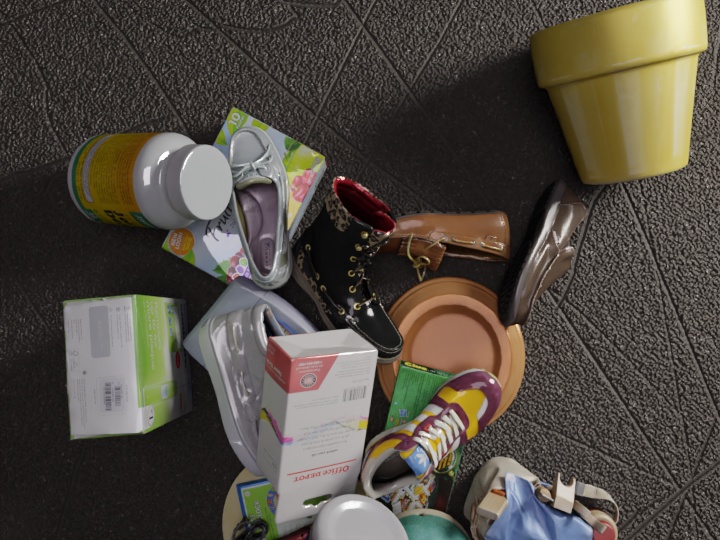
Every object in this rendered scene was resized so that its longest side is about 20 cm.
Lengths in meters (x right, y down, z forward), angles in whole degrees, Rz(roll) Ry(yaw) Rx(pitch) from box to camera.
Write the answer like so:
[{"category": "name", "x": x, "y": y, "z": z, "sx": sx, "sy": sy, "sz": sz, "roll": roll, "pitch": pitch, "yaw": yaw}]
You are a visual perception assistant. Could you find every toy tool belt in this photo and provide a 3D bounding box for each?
[{"category": "toy tool belt", "x": 0.226, "y": 0.303, "z": 0.856, "sx": 0.195, "sy": 0.123, "sz": 0.128, "roll": 17, "pitch": 87, "yaw": 2}]

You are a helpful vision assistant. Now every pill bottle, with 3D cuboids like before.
[{"category": "pill bottle", "x": -0.029, "y": 0.362, "z": 0.809, "sx": 0.114, "sy": 0.116, "sz": 0.203, "roll": 25, "pitch": 120, "yaw": 4}, {"category": "pill bottle", "x": -0.253, "y": -0.108, "z": 0.866, "sx": 0.196, "sy": 0.112, "sz": 0.116, "roll": 6, "pitch": 85, "yaw": 34}]

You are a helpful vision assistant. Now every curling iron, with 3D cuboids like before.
[{"category": "curling iron", "x": -0.067, "y": 0.313, "z": 0.871, "sx": 0.195, "sy": 0.026, "sz": 0.051, "roll": -12, "pitch": 95, "yaw": 1}]

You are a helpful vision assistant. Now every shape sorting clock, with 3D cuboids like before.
[{"category": "shape sorting clock", "x": -0.079, "y": 0.323, "z": 0.905, "sx": 0.194, "sy": 0.039, "sz": 0.206, "roll": 0, "pitch": 92, "yaw": 1}]

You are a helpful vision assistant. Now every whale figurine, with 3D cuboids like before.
[{"category": "whale figurine", "x": 0.077, "y": 0.397, "z": 0.860, "sx": 0.155, "sy": 0.104, "sz": 0.206, "roll": -1, "pitch": 97, "yaw": 5}]

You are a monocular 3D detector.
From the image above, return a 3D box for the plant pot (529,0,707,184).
[{"category": "plant pot", "x": 0.318, "y": -0.213, "z": 0.868, "sx": 0.196, "sy": 0.201, "sz": 0.194, "roll": -13, "pitch": 102, "yaw": 1}]

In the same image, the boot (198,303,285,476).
[{"category": "boot", "x": -0.116, "y": 0.143, "z": 0.848, "sx": 0.094, "sy": 0.074, "sz": 0.204, "roll": -17, "pitch": 99, "yaw": 18}]

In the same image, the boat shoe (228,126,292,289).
[{"category": "boat shoe", "x": -0.123, "y": -0.082, "z": 0.868, "sx": 0.072, "sy": 0.065, "sz": 0.207, "roll": -7, "pitch": 81, "yaw": 0}]

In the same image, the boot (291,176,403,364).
[{"category": "boot", "x": 0.000, "y": 0.000, "z": 0.863, "sx": 0.072, "sy": 0.152, "sz": 0.201, "roll": -21, "pitch": 63, "yaw": -43}]

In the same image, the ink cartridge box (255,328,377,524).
[{"category": "ink cartridge box", "x": -0.055, "y": 0.178, "z": 0.827, "sx": 0.114, "sy": 0.067, "sz": 0.205, "roll": -2, "pitch": 108, "yaw": -33}]

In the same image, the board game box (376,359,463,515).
[{"category": "board game box", "x": 0.075, "y": 0.222, "z": 0.892, "sx": 0.102, "sy": 0.023, "sz": 0.205, "roll": 14, "pitch": 102, "yaw": 5}]

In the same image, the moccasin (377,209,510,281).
[{"category": "moccasin", "x": 0.094, "y": -0.031, "z": 0.915, "sx": 0.196, "sy": 0.074, "sz": 0.080, "roll": -1, "pitch": 78, "yaw": -8}]

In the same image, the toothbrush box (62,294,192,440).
[{"category": "toothbrush box", "x": -0.267, "y": 0.108, "z": 0.847, "sx": 0.084, "sy": 0.200, "sz": 0.150, "roll": -5, "pitch": 85, "yaw": 0}]

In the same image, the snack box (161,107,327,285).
[{"category": "snack box", "x": -0.148, "y": -0.085, "z": 0.930, "sx": 0.140, "sy": 0.053, "sz": 0.203, "roll": 27, "pitch": 87, "yaw": 4}]

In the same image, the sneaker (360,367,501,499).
[{"category": "sneaker", "x": 0.084, "y": 0.196, "z": 0.829, "sx": 0.199, "sy": 0.090, "sz": 0.075, "roll": -41, "pitch": 95, "yaw": 13}]

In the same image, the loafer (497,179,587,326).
[{"category": "loafer", "x": 0.235, "y": -0.016, "z": 0.896, "sx": 0.070, "sy": 0.073, "sz": 0.203, "roll": 27, "pitch": 79, "yaw": -2}]

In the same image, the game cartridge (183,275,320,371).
[{"category": "game cartridge", "x": -0.112, "y": 0.110, "z": 0.897, "sx": 0.199, "sy": 0.042, "sz": 0.133, "roll": 42, "pitch": 109, "yaw": -3}]

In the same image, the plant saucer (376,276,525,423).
[{"category": "plant saucer", "x": 0.116, "y": 0.110, "z": 0.917, "sx": 0.195, "sy": 0.037, "sz": 0.206, "roll": 0, "pitch": 86, "yaw": 1}]
